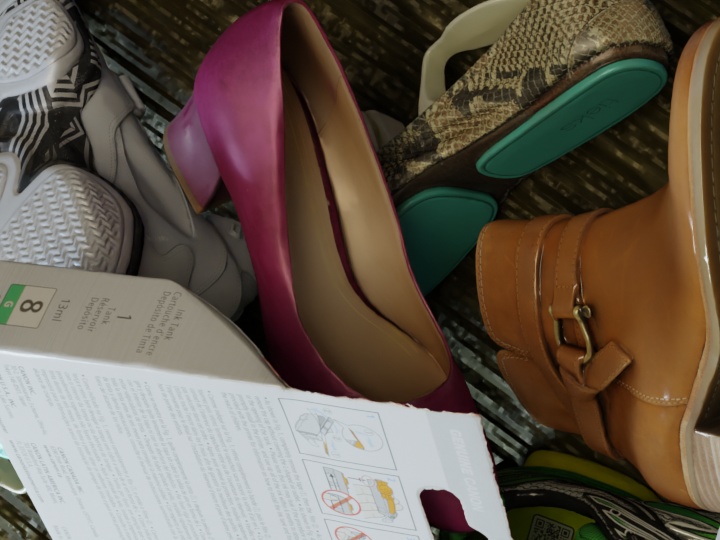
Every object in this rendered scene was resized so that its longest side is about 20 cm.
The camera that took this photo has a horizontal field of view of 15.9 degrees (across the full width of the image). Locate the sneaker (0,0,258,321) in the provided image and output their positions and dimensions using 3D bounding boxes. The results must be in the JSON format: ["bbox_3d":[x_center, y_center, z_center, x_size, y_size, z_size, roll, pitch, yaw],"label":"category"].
[{"bbox_3d":[-0.105,-0.032,1.058,0.075,0.115,0.200,-37,46,21],"label":"sneaker"}]

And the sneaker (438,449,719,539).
[{"bbox_3d":[0.121,0.124,0.965,0.200,0.085,0.078,11,99,21],"label":"sneaker"}]

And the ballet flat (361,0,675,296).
[{"bbox_3d":[0.037,-0.051,0.999,0.200,0.068,0.075,-42,58,29],"label":"ballet flat"}]

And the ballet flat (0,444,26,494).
[{"bbox_3d":[-0.123,0.067,1.085,0.200,0.067,0.071,19,126,21],"label":"ballet flat"}]

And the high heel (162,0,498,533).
[{"bbox_3d":[0.000,0.000,0.935,0.200,0.067,0.096,53,143,7],"label":"high heel"}]

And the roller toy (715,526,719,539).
[{"bbox_3d":[0.203,0.135,0.833,0.200,0.140,0.183,16,124,-5],"label":"roller toy"}]

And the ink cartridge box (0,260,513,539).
[{"bbox_3d":[-0.033,0.071,0.944,0.200,0.161,0.050,5,52,19],"label":"ink cartridge box"}]

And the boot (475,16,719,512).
[{"bbox_3d":[0.100,-0.006,0.925,0.155,0.074,0.200,20,125,49],"label":"boot"}]
